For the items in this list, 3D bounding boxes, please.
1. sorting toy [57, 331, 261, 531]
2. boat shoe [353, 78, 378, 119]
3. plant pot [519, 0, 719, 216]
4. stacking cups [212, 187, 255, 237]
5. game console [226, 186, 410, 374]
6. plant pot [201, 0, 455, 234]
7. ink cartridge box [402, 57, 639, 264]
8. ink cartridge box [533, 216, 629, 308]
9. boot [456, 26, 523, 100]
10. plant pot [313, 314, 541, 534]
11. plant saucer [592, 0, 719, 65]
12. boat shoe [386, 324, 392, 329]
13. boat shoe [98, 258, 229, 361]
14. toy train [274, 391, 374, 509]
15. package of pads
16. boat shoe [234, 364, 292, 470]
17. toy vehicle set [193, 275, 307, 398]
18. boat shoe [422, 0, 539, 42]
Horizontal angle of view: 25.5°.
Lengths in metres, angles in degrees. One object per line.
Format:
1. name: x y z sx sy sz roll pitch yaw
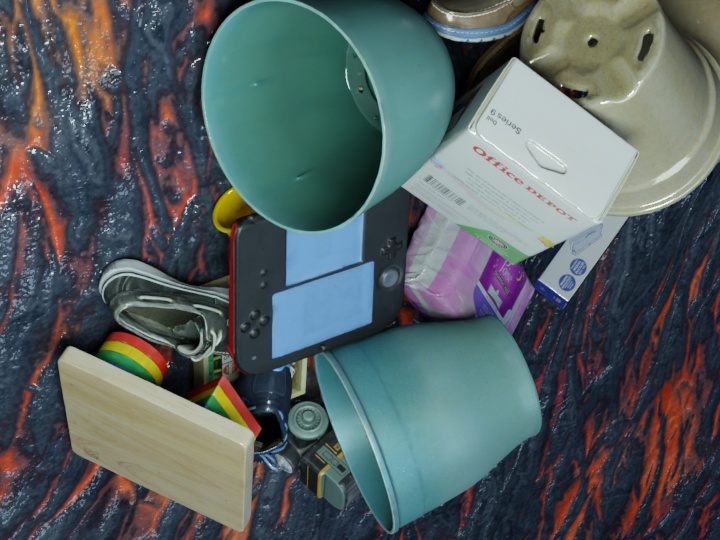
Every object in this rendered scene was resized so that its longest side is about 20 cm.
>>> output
1. sorting toy: -0.187 0.149 1.563 0.199 0.199 0.070 99 18 -57
2. boat shoe: 0.021 -0.156 1.502 0.062 0.071 0.201 -13 142 -25
3. plant pot: 0.232 -0.177 1.479 0.200 0.201 0.183 -40 152 4
4. stacking cups: -0.075 -0.003 1.566 0.060 0.061 0.200 -36 135 -2
5. game console: -0.039 0.004 1.528 0.199 0.031 0.178 -19 133 -30
6. plant pot: -0.012 -0.151 1.378 0.161 0.200 0.202 -28 148 -48
7. ink cartridge box: 0.139 -0.094 1.445 0.088 0.145 0.200 -58 -172 -16
8. ink cartridge box: 0.266 -0.054 1.744 0.201 0.044 0.094 -54 174 -3
9. boot: 0.135 -0.158 1.587 0.073 0.076 0.200 20 114 -46
10. plant pot: 0.076 0.138 1.627 0.187 0.201 0.201 -22 142 -11
11. plant saucer: 0.318 -0.217 1.603 0.030 0.199 0.201 -50 160 -45
12. boat shoe: 0.000 0.000 1.652 0.068 0.075 0.201 -1 131 5
13. boat shoe: -0.164 0.055 1.535 0.199 0.071 0.072 19 126 -32
14. toy train: 0.000 0.172 1.767 0.200 0.114 0.086 -39 158 -26
15. package of pads: 0.114 0.011 1.724 0.121 0.075 0.200 -61 148 -15
16. boat shoe: -0.114 0.160 1.650 0.083 0.069 0.201 3 149 -1
17. toy vehicle set: -0.115 0.076 1.671 0.123 0.027 0.201 -20 140 -22
18. boat shoe: 0.139 -0.272 1.480 0.199 0.072 0.073 -25 139 -33
